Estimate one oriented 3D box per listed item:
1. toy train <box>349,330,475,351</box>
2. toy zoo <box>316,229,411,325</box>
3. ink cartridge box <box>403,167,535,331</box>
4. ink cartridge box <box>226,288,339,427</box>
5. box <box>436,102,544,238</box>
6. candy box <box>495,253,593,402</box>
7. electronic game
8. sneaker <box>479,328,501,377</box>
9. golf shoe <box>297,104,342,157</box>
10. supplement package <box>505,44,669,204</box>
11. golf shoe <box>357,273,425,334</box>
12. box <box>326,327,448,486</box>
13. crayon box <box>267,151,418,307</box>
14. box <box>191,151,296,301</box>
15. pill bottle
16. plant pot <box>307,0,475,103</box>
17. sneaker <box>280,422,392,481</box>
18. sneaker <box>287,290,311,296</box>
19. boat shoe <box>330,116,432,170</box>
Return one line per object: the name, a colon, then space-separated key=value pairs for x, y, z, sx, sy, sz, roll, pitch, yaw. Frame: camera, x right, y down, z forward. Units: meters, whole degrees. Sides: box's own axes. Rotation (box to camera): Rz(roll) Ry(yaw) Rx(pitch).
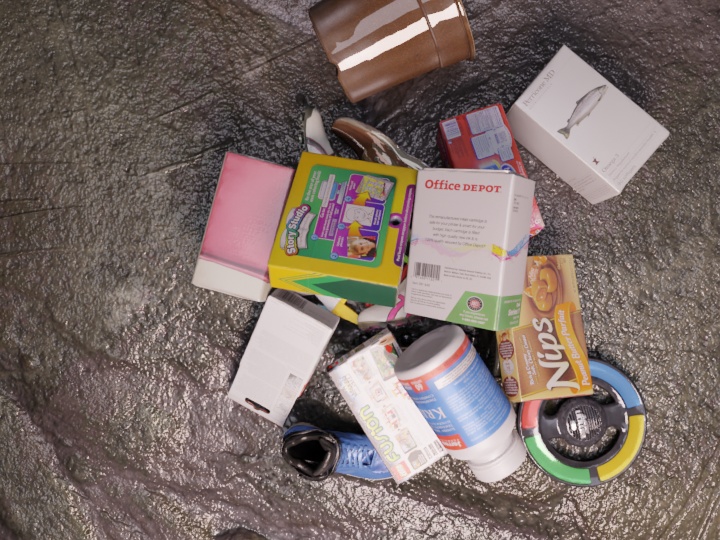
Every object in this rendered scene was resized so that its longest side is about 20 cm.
toy train: x=0.082 y=0.121 z=0.960 sx=0.198 sy=0.034 sz=0.046 roll=-1 pitch=100 yaw=1
toy zoo: x=0.000 y=0.000 z=0.972 sx=0.131 sy=0.020 sz=0.201 roll=35 pitch=90 yaw=3
ink cartridge box: x=0.147 y=-0.032 z=0.826 sx=0.144 sy=0.084 sz=0.202 roll=9 pitch=96 yaw=36
ink cartridge box: x=-0.123 y=0.136 z=0.948 sx=0.108 sy=0.050 sz=0.201 roll=28 pitch=114 yaw=3
box: x=0.192 y=-0.134 z=0.923 sx=0.099 sy=0.095 sz=0.202 roll=-17 pitch=80 yaw=2
candy box: x=0.255 y=0.081 z=0.869 sx=0.114 sy=0.055 sz=0.202 roll=-2 pitch=81 yaw=-14
electronic game: x=0.342 y=0.233 z=0.941 sx=0.198 sy=0.042 sz=0.202 roll=0 pitch=89 yaw=2
sneaker: x=0.246 y=0.069 z=0.939 sx=0.113 sy=0.076 sz=0.201 roll=10 pitch=72 yaw=-19
golf shoe: x=-0.049 y=-0.161 z=0.954 sx=0.087 sy=0.077 sz=0.202 roll=-10 pitch=90 yaw=-1
supplement package: x=0.331 y=-0.214 z=0.918 sx=0.200 sy=0.117 sz=0.117 roll=41 pitch=91 yaw=3
golf shoe: x=0.083 y=0.040 z=0.944 sx=0.198 sy=0.073 sz=0.093 roll=-17 pitch=81 yaw=-10
box: x=0.047 y=0.198 z=0.888 sx=0.110 sy=0.035 sz=0.201 roll=-31 pitch=97 yaw=-3
crayon box: x=-0.019 y=-0.061 z=0.835 sx=0.171 sy=0.058 sz=0.201 roll=9 pitch=58 yaw=6
box: x=-0.166 y=-0.062 z=0.927 sx=0.108 sy=0.128 sz=0.202 roll=15 pitch=89 yaw=2
pill bottle: x=0.142 y=0.185 z=0.833 sx=0.112 sy=0.112 sz=0.201 roll=-34 pitch=98 yaw=1
plant pot: x=0.041 y=-0.362 z=0.907 sx=0.197 sy=0.200 sz=0.202 roll=-26 pitch=87 yaw=9
sneaker: x=-0.024 y=0.282 z=0.918 sx=0.198 sy=0.111 sz=0.077 roll=14 pitch=89 yaw=2
sneaker: x=-0.034 y=-0.013 z=0.906 sx=0.198 sy=0.116 sz=0.074 roll=-20 pitch=89 yaw=3
boat shoe: x=0.032 y=-0.168 z=0.951 sx=0.199 sy=0.076 sz=0.072 roll=34 pitch=92 yaw=4
